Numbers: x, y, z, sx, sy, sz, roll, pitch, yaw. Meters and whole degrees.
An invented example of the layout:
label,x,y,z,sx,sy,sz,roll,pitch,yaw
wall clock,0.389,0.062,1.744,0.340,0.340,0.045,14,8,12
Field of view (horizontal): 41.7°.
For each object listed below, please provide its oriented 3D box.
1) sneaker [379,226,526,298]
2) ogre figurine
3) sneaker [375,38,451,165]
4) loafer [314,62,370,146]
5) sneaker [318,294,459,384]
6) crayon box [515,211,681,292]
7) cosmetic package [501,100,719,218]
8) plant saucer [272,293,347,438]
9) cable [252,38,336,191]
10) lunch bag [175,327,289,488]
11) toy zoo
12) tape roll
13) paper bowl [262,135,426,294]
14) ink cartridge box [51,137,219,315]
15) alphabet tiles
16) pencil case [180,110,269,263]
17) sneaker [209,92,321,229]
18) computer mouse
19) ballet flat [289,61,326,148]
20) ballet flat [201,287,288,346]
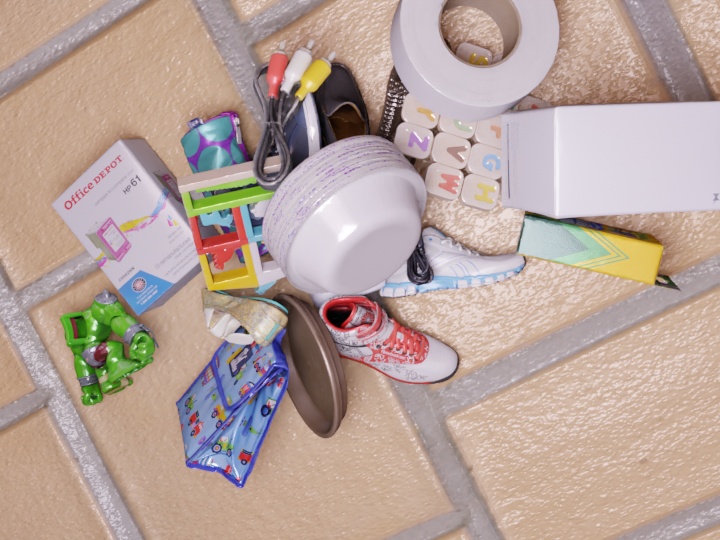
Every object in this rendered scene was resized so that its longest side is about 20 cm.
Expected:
label,x,y,z,sx,sy,sz,roll,pitch,yaw
sneaker,0.116,-0.017,1.240,0.198,0.075,0.088,-7,91,12
ogre figurine,-0.361,0.105,1.333,0.098,0.200,0.121,-24,80,-27
sneaker,0.063,-0.207,1.229,0.070,0.076,0.201,22,80,12
loafer,-0.017,-0.191,1.200,0.072,0.072,0.202,-3,61,-15
sneaker,0.036,0.091,1.241,0.200,0.108,0.068,15,65,5
crayon box,0.296,-0.029,1.171,0.198,0.126,0.052,14,100,9
cosmetic package,0.285,-0.130,1.094,0.197,0.200,0.124,-3,99,-8
plant saucer,-0.069,0.124,1.254,0.029,0.200,0.202,-18,95,-24
cable,-0.100,-0.190,1.110,0.096,0.050,0.201,12,60,12
lunch bag,-0.155,0.158,1.268,0.094,0.151,0.201,28,103,-25
toy zoo,-0.140,-0.044,1.169,0.130,0.021,0.201,-12,133,-6
tape roll,0.137,-0.289,1.155,0.200,0.071,0.205,1,84,-8
paper bowl,-0.009,-0.051,1.117,0.201,0.200,0.105,-44,60,14
ink cartridge box,-0.306,-0.063,1.311,0.144,0.085,0.200,-39,88,14
alphabet tiles,0.145,-0.181,1.190,0.194,0.015,0.202,16,82,-11
pencil case,-0.166,-0.114,1.274,0.092,0.085,0.201,-25,93,28
sneaker,-0.121,-0.141,1.189,0.145,0.077,0.204,-4,101,-7
computer mouse,0.000,0.000,1.244,0.199,0.044,0.111,-27,69,31
ballet flat,-0.078,-0.177,1.258,0.068,0.063,0.202,-17,95,12
ballet flat,-0.169,0.063,1.256,0.199,0.070,0.071,9,104,53
